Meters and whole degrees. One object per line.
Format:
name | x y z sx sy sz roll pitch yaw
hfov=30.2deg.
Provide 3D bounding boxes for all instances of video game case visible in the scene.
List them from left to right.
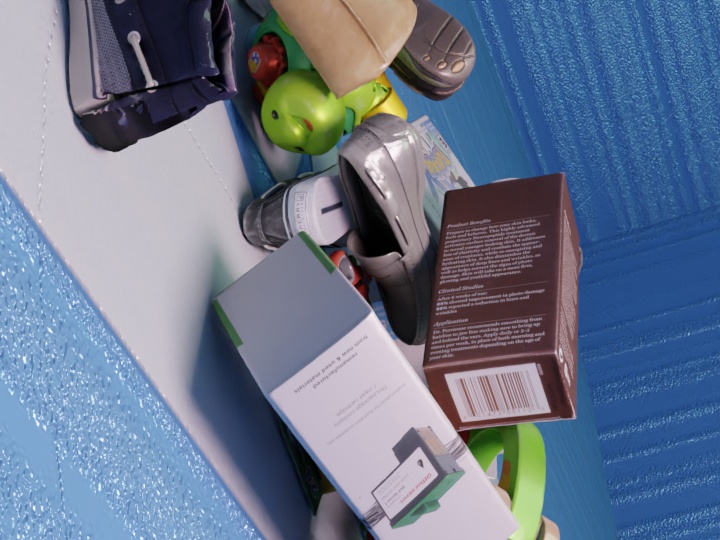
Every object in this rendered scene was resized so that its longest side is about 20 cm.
video game case | 0.084 -0.049 1.189 0.183 0.022 0.200 55 18 -2

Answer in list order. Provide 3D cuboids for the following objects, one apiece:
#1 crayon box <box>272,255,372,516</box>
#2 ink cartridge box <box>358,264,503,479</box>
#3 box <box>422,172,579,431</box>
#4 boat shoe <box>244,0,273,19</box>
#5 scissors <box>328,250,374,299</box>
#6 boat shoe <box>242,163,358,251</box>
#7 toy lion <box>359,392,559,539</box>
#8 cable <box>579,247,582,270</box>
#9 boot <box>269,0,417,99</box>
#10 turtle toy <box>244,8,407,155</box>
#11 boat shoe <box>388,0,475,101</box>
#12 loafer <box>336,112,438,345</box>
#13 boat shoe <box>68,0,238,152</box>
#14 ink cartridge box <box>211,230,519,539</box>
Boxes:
crayon box | -0.018 0.082 1.032 0.200 0.051 0.127 -68 140 -69
ink cartridge box | 0.073 0.090 1.245 0.129 0.124 0.202 -68 140 -69
box | 0.108 0.020 0.997 0.201 0.099 0.075 -79 154 -45
boat shoe | -0.066 -0.259 1.195 0.200 0.068 0.072 49 29 -62
scissors | 0.000 0.000 1.066 0.200 0.014 0.074 -68 137 -68
boat shoe | -0.037 -0.052 1.063 0.200 0.070 0.073 -7 94 -72
toy lion | 0.065 0.165 1.010 0.068 0.200 0.193 32 43 -21
cable | 0.145 0.075 1.143 0.050 0.201 0.097 32 -9 42
boot | -0.055 -0.189 0.933 0.066 0.176 0.200 26 -16 44
turtle toy | -0.039 -0.156 1.090 0.146 0.100 0.200 54 8 -22
boat shoe | 0.016 -0.222 1.162 0.201 0.074 0.074 52 -24 15
loafer | 0.020 -0.023 1.032 0.070 0.069 0.202 23 -44 45
boat shoe | -0.124 -0.171 0.791 0.075 0.092 0.203 44 33 -65
ink cartridge box | 0.003 0.094 0.866 0.201 0.084 0.146 55 -4 -29
